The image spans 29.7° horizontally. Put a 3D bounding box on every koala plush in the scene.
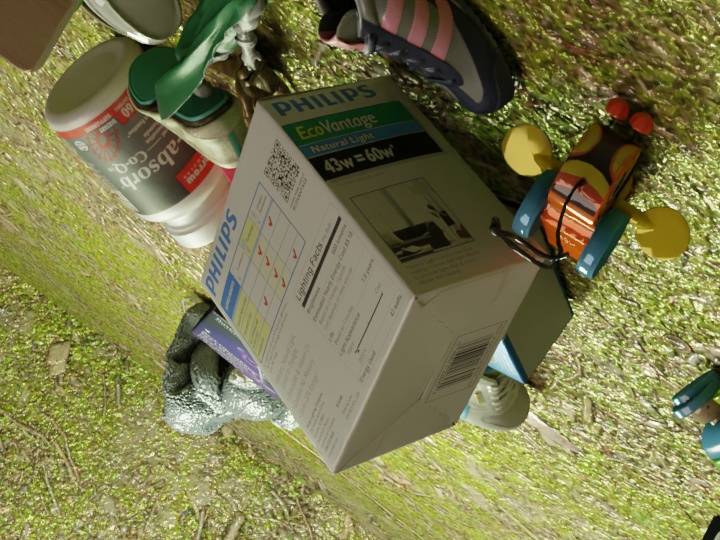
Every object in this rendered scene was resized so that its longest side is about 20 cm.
[{"bbox_3d":[-0.180,0.171,2.014,0.199,0.184,0.178,9,150,35],"label":"koala plush"}]

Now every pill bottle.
[{"bbox_3d":[-0.203,-0.121,1.331,0.116,0.116,0.200,16,154,50],"label":"pill bottle"}]

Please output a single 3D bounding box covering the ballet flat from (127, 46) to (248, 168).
[{"bbox_3d":[-0.146,-0.133,1.143,0.063,0.067,0.200,60,171,-33],"label":"ballet flat"}]

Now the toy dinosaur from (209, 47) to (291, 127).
[{"bbox_3d":[-0.087,-0.157,1.139,0.101,0.058,0.200,60,170,-16],"label":"toy dinosaur"}]

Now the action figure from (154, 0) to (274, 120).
[{"bbox_3d":[-0.091,-0.188,0.984,0.054,0.119,0.200,17,161,-19],"label":"action figure"}]

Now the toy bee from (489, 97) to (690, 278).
[{"bbox_3d":[0.154,-0.050,0.861,0.131,0.109,0.200,31,-171,-7],"label":"toy bee"}]

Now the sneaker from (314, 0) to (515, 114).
[{"bbox_3d":[0.015,-0.155,0.853,0.200,0.082,0.070,44,161,-25],"label":"sneaker"}]

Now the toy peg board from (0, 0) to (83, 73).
[{"bbox_3d":[-0.245,-0.282,0.944,0.200,0.199,0.098,37,-156,-1],"label":"toy peg board"}]

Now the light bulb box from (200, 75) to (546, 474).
[{"bbox_3d":[0.000,0.000,0.994,0.200,0.124,0.199,52,139,28],"label":"light bulb box"}]

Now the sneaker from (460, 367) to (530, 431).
[{"bbox_3d":[0.120,0.102,1.350,0.081,0.077,0.200,15,155,46],"label":"sneaker"}]

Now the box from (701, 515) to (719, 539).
[{"bbox_3d":[0.415,0.317,1.260,0.199,0.118,0.197,33,163,8],"label":"box"}]

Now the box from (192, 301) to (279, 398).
[{"bbox_3d":[-0.111,0.068,1.674,0.148,0.104,0.200,38,164,-4],"label":"box"}]

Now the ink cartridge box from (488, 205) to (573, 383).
[{"bbox_3d":[0.065,-0.007,1.148,0.199,0.084,0.146,24,159,36],"label":"ink cartridge box"}]

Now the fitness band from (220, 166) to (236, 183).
[{"bbox_3d":[-0.094,-0.080,1.235,0.144,0.037,0.200,51,-177,-36],"label":"fitness band"}]

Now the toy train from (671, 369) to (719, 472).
[{"bbox_3d":[0.313,0.119,1.013,0.116,0.085,0.200,50,164,3],"label":"toy train"}]

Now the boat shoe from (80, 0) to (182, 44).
[{"bbox_3d":[-0.200,-0.251,1.044,0.068,0.075,0.200,24,159,53],"label":"boat shoe"}]
